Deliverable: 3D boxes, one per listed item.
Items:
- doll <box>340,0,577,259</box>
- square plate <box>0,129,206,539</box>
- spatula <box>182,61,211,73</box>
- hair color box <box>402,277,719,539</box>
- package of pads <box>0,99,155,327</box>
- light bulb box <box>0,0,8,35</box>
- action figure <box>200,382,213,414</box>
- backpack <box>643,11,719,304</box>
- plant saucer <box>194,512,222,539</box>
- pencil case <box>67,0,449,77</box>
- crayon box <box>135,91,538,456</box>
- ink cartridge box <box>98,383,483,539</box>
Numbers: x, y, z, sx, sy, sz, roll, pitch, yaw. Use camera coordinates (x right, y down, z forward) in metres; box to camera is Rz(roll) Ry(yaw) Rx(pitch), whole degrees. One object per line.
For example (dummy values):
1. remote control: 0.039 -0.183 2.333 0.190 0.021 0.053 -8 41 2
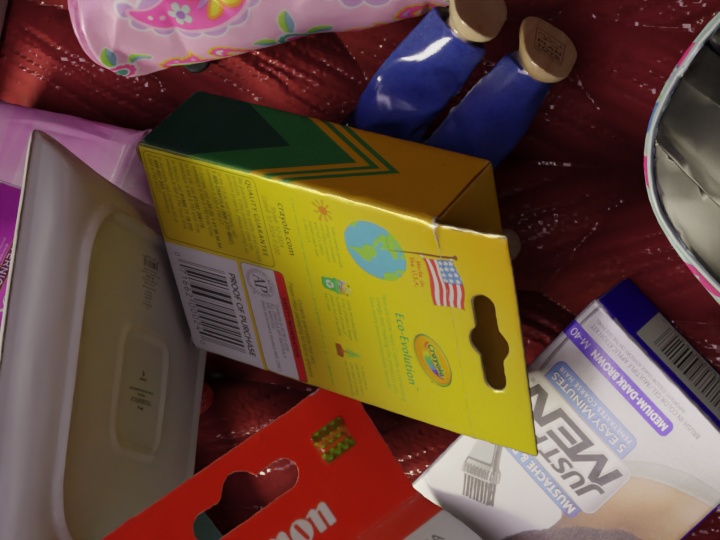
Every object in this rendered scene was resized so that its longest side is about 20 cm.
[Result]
1. doll: 0.023 -0.045 0.891 0.136 0.049 0.200 28 128 -17
2. square plate: -0.115 0.056 0.870 0.028 0.200 0.201 3 79 17
3. spatula: -0.081 -0.201 0.942 0.056 0.021 0.202 6 106 17
4. hair color box: 0.093 0.113 0.901 0.109 0.065 0.200 46 115 9
5. package of pads: -0.178 0.012 0.948 0.119 0.076 0.202 12 68 23
6. light bulb box: -0.291 -0.201 0.978 0.198 0.125 0.200 21 107 20
7. action figure: -0.170 0.049 1.011 0.198 0.052 0.066 11 111 19
8. backpack: 0.223 -0.040 0.768 0.200 0.151 0.178 41 110 4
9. plant saucer: -0.101 0.161 0.995 0.070 0.019 0.201 -32 100 25
10. pencil case: -0.043 -0.149 0.891 0.198 0.087 0.088 -11 95 17
11. crayon box: 0.000 0.000 0.846 0.198 0.051 0.128 17 135 32
12. ink cartridge box: -0.001 0.163 0.832 0.201 0.162 0.050 57 150 1
